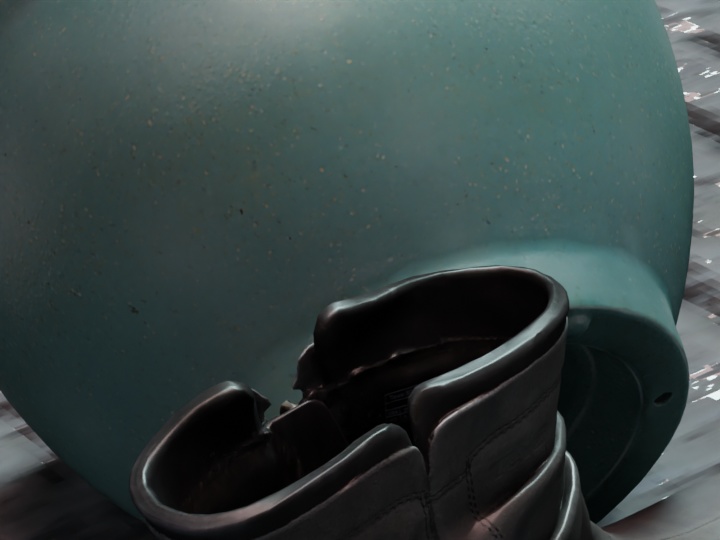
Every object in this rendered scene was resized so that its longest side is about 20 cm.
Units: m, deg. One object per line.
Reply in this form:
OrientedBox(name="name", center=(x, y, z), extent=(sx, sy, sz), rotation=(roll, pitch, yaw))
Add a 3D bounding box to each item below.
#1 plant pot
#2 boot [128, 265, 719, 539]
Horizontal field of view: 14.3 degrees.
OrientedBox(name="plant pot", center=(0.000, 0.000, 0.701), extent=(0.200, 0.200, 0.134), rotation=(-14, 55, -20))
OrientedBox(name="boot", center=(0.041, 0.056, 0.615), extent=(0.070, 0.132, 0.200), rotation=(17, 33, 37))
